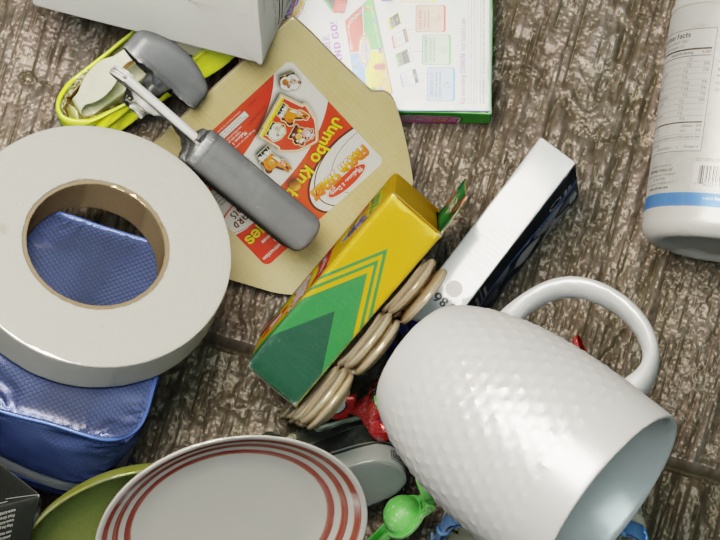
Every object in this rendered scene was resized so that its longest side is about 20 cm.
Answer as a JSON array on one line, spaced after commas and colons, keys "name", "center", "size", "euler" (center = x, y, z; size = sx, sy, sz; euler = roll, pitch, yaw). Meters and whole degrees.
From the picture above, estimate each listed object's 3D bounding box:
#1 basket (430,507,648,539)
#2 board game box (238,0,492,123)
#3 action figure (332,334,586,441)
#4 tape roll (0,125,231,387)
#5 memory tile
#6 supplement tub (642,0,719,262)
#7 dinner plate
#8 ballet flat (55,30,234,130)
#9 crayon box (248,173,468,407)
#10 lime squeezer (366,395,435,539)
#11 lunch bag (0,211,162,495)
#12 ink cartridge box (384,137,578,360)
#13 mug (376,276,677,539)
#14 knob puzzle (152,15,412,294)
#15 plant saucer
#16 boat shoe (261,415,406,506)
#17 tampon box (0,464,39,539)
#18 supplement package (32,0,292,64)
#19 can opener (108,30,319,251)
[{"name": "basket", "center": [0.134, 0.218, 1.592], "size": [0.176, 0.139, 0.200], "euler": [6, 51, 3]}, {"name": "board game box", "center": [0.004, -0.194, 1.713], "size": [0.199, 0.040, 0.154], "euler": [1, 82, 2]}, {"name": "action figure", "center": [0.068, 0.087, 1.611], "size": [0.199, 0.052, 0.066], "euler": [-12, 49, 18]}, {"name": "tape roll", "center": [-0.194, -0.012, 1.571], "size": [0.202, 0.037, 0.203], "euler": [7, 60, -12]}, {"name": "memory tile", "center": [0.000, 0.055, 1.600], "size": [0.017, 0.200, 0.153], "euler": [39, 84, -4]}, {"name": "supplement tub", "center": [0.290, -0.111, 1.650], "size": [0.131, 0.132, 0.201], "euler": [9, 82, 3]}, {"name": "dinner plate", "center": [-0.094, 0.186, 1.574], "size": [0.200, 0.200, 0.024], "euler": [-19, 43, -1]}, {"name": "ballet flat", "center": [-0.154, -0.168, 1.677], "size": [0.200, 0.067, 0.067], "euler": [-36, 72, 11]}, {"name": "crayon box", "center": [0.000, 0.000, 1.621], "size": [0.051, 0.127, 0.200], "euler": [40, 97, -4]}, {"name": "lime squeezer", "center": [0.023, 0.171, 1.614], "size": [0.070, 0.200, 0.038], "euler": [-6, 45, -26]}, {"name": "lunch bag", "center": [-0.215, 0.062, 1.624], "size": [0.135, 0.132, 0.200], "euler": [19, 57, -5]}, {"name": "ink cartridge box", "center": [0.093, -0.003, 1.654], "size": [0.039, 0.099, 0.200], "euler": [38, 86, 12]}, {"name": "mug", "center": [0.120, 0.091, 1.500], "size": [0.175, 0.148, 0.200], "euler": [37, 74, 23]}, {"name": "knob puzzle", "center": [-0.048, -0.069, 1.684], "size": [0.219, 0.030, 0.220], "euler": [-1, 106, -2]}, {"name": "plant saucer", "center": [-0.160, 0.208, 1.609], "size": [0.199, 0.200, 0.031], "euler": [-17, 42, -1]}, {"name": "boat shoe", "center": [-0.064, 0.160, 1.658], "size": [0.199, 0.071, 0.064], "euler": [-14, 46, 1]}, {"name": "tampon box", "center": [-0.340, 0.223, 1.559], "size": [0.150, 0.126, 0.201], "euler": [30, 114, 34]}, {"name": "supplement package", "center": [-0.129, -0.293, 1.629], "size": [0.191, 0.147, 0.200], "euler": [16, 55, 11]}, {"name": "can opener", "center": [-0.103, -0.099, 1.629], "size": [0.200, 0.053, 0.067], "euler": [39, 85, -17]}]
